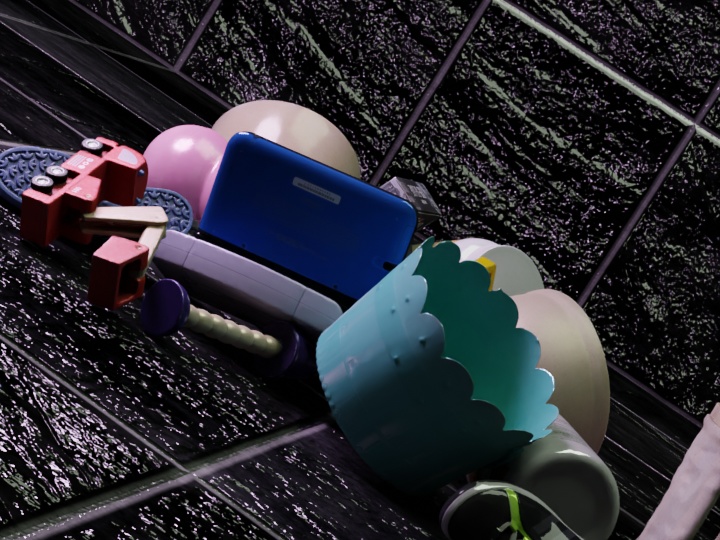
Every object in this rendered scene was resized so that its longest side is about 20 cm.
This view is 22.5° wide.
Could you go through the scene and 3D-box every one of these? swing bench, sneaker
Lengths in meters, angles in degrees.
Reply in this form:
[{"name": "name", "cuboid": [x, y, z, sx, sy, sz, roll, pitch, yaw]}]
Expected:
[{"name": "swing bench", "cuboid": [0.369, 0.257, 1.814, 0.199, 0.200, 0.130, 30, 7, -28]}, {"name": "sneaker", "cuboid": [0.157, 0.242, 1.497, 0.199, 0.072, 0.083, 31, 8, -17]}, {"name": "sneaker", "cuboid": [-0.264, -0.060, 1.741, 0.198, 0.071, 0.078, 18, -24, -19]}]

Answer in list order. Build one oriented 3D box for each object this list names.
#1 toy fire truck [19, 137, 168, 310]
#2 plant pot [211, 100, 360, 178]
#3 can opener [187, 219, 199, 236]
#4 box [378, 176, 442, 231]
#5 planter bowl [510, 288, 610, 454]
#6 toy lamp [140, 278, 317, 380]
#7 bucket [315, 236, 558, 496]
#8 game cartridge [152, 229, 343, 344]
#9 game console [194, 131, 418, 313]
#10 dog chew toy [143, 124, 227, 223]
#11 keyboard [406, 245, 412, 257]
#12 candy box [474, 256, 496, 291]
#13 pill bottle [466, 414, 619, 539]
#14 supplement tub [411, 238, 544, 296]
[{"name": "toy fire truck", "cuboid": [-0.224, -0.047, 1.608, 0.140, 0.049, 0.200, 20, 31, 14]}, {"name": "plant pot", "cuboid": [-0.109, -0.085, 2.189, 0.199, 0.200, 0.135, 31, 42, -13]}, {"name": "can opener", "cuboid": [-0.159, -0.011, 1.954, 0.199, 0.052, 0.067, 19, 50, -57]}, {"name": "box", "cuboid": [-0.012, -0.035, 2.110, 0.050, 0.199, 0.158, 59, 11, 7]}, {"name": "planter bowl", "cuboid": [0.145, 0.124, 1.868, 0.134, 0.202, 0.200, -3, 27, -31]}, {"name": "toy lamp", "cuboid": [-0.110, 0.058, 1.625, 0.058, 0.059, 0.199, 38, 10, 39]}, {"name": "bucket", "cuboid": [0.066, 0.091, 1.603, 0.207, 0.134, 0.208, 43, 26, -27]}, {"name": "game cartridge", "cuboid": [-0.101, 0.023, 1.724, 0.199, 0.041, 0.133, 24, -9, 12]}, {"name": "game console", "cuboid": [-0.047, -0.026, 1.745, 0.199, 0.172, 0.118, 23, 14, 11]}, {"name": "dog chew toy", "cuboid": [-0.153, -0.084, 2.046, 0.199, 0.126, 0.124, 24, 5, 15]}, {"name": "keyboard", "cuboid": [0.056, 0.061, 1.761, 0.039, 0.202, 0.104, -3, -10, -11]}, {"name": "candy box", "cuboid": [0.067, 0.057, 1.895, 0.026, 0.103, 0.199, 29, 32, 34]}, {"name": "pill bottle", "cuboid": [0.160, 0.188, 1.694, 0.114, 0.115, 0.200, 30, 7, -17]}, {"name": "supplement tub", "cuboid": [0.104, 0.038, 2.096, 0.144, 0.146, 0.199, 28, -19, -31]}]
